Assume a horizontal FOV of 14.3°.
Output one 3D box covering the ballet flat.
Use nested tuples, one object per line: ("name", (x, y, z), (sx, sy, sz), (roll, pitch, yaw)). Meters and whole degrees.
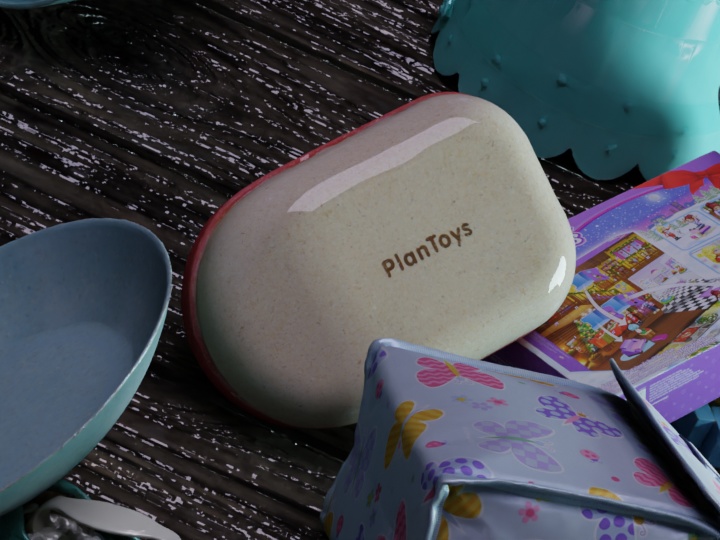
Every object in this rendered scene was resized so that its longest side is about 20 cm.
("ballet flat", (-0.081, 0.152, 1.230), (0.200, 0.070, 0.067), (31, 35, 10))

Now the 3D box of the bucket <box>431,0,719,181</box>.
("bucket", (0.157, -0.163, 1.725), (0.207, 0.135, 0.207), (15, 35, -11))

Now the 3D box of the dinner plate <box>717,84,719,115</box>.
("dinner plate", (0.259, -0.023, 1.600), (0.024, 0.200, 0.200), (-41, 60, -4))

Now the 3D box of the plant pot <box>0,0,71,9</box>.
("plant pot", (-0.143, -0.249, 1.625), (0.201, 0.201, 0.161), (43, 27, 25))

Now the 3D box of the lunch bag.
("lunch bag", (0.100, 0.117, 1.303), (0.200, 0.127, 0.170), (14, 17, -15))

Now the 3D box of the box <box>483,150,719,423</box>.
("box", (0.158, 0.014, 1.506), (0.200, 0.039, 0.137), (-25, 41, -28))

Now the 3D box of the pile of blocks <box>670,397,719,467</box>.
("pile of blocks", (0.227, 0.081, 1.507), (0.200, 0.062, 0.082), (30, 35, 10))

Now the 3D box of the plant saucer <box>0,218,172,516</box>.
("plant saucer", (-0.160, 0.058, 1.257), (0.039, 0.201, 0.201), (57, 22, -29))

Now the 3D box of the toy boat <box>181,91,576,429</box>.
("toy boat", (0.000, 0.000, 1.443), (0.200, 0.131, 0.131), (-27, 93, -23))
